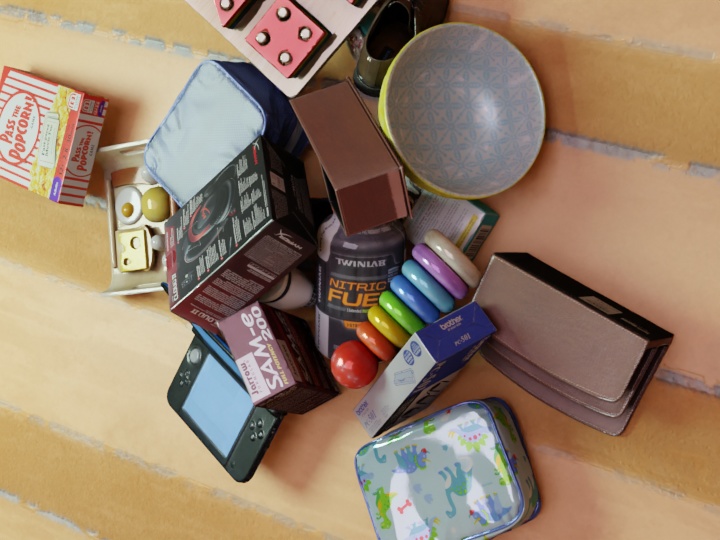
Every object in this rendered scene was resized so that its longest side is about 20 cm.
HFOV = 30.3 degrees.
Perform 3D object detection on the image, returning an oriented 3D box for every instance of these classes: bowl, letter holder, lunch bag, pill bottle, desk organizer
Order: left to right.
[{"bbox_3d":[-0.154,-0.169,1.655,0.136,0.132,0.200,48,114,18],"label":"lunch bag"},{"bbox_3d":[-0.013,-0.129,1.491,0.077,0.072,0.200,-19,40,-6],"label":"desk organizer"},{"bbox_3d":[0.000,0.000,1.553,0.106,0.106,0.201,14,117,27],"label":"pill bottle"},{"bbox_3d":[0.100,0.247,1.542,0.199,0.082,0.162,-27,76,24],"label":"lunch bag"},{"bbox_3d":[0.102,-0.172,1.524,0.108,0.199,0.202,158,105,-69],"label":"bowl"},{"bbox_3d":[0.218,0.088,1.476,0.199,0.100,0.143,31,105,24],"label":"letter holder"}]

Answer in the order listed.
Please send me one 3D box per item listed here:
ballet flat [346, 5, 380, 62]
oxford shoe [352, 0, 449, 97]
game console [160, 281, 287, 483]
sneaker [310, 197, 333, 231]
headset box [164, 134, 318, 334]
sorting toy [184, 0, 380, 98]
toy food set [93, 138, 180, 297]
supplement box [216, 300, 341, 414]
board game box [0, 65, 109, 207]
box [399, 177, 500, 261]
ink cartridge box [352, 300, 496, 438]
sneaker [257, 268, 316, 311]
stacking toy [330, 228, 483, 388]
[{"bbox_3d":[-0.009,-0.307,1.622,0.201,0.075,0.064,65,146,19],"label":"ballet flat"},{"bbox_3d":[0.059,-0.299,1.544,0.072,0.085,0.201,23,68,4],"label":"oxford shoe"},{"bbox_3d":[-0.194,0.139,1.650,0.200,0.118,0.171,40,109,41],"label":"game console"},{"bbox_3d":[-0.096,-0.048,1.633,0.199,0.112,0.078,-27,77,24],"label":"sneaker"},{"bbox_3d":[-0.149,-0.035,1.541,0.200,0.075,0.149,-40,40,25],"label":"headset box"},{"bbox_3d":[-0.091,-0.341,1.549,0.199,0.070,0.200,43,101,2],"label":"sorting toy"},{"bbox_3d":[-0.294,-0.070,1.765,0.143,0.060,0.201,-7,85,27],"label":"toy food set"},{"bbox_3d":[-0.093,0.107,1.576,0.061,0.200,0.109,-29,76,9],"label":"supplement box"},{"bbox_3d":[-0.436,-0.186,1.826,0.199,0.046,0.152,21,99,40],"label":"board game box"},{"bbox_3d":[0.062,-0.088,1.587,0.200,0.049,0.083,38,106,23],"label":"box"},{"bbox_3d":[0.069,0.115,1.502,0.044,0.094,0.200,54,145,15],"label":"ink cartridge box"},{"bbox_3d":[-0.139,0.024,1.638,0.199,0.080,0.077,5,78,44],"label":"sneaker"},{"bbox_3d":[0.042,0.050,1.494,0.200,0.085,0.085,-46,69,1],"label":"stacking toy"}]
